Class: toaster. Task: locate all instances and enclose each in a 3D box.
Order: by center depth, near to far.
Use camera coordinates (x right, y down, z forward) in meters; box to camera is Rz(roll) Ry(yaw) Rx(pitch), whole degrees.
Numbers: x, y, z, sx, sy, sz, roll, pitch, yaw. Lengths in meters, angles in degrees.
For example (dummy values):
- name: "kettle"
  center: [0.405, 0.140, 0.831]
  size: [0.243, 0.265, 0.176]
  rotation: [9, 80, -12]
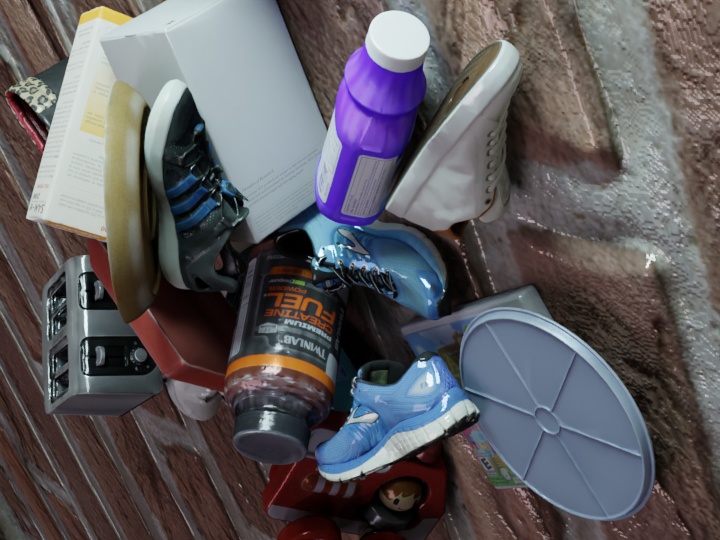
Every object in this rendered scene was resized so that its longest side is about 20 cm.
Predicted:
- name: "toaster"
  center: [-0.334, 0.087, 1.612]
  size: [0.199, 0.117, 0.184]
  rotation: [-30, 60, 58]

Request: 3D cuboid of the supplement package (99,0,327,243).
- name: "supplement package"
  center: [-0.120, -0.143, 1.118]
  size: [0.120, 0.119, 0.202]
  rotation: [8, 127, 50]

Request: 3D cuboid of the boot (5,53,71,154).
- name: "boot"
  center: [-0.247, -0.155, 1.265]
  size: [0.200, 0.150, 0.073]
  rotation: [46, 150, 15]

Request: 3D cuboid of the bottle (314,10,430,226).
- name: "bottle"
  center: [0.010, -0.119, 0.991]
  size: [0.064, 0.085, 0.201]
  rotation: [10, 146, -7]

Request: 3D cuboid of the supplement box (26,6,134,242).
- name: "supplement box"
  center: [-0.222, -0.127, 1.175]
  size: [0.125, 0.203, 0.073]
  rotation: [17, 175, -29]

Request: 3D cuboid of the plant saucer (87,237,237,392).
- name: "plant saucer"
  center: [-0.176, 0.053, 1.260]
  size: [0.200, 0.037, 0.199]
  rotation: [49, -168, 29]

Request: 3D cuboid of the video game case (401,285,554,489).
- name: "video game case"
  center: [0.134, 0.110, 1.103]
  size: [0.184, 0.022, 0.199]
  rotation: [59, 151, -6]

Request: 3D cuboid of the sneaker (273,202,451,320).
- name: "sneaker"
  center: [0.000, 0.000, 1.119]
  size: [0.199, 0.090, 0.079]
  rotation: [29, 142, 38]

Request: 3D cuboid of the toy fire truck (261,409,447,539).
- name: "toy fire truck"
  center: [0.003, 0.219, 1.269]
  size: [0.169, 0.197, 0.113]
  rotation: [-58, 28, 33]

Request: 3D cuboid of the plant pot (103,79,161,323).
- name: "plant pot"
  center: [-0.187, -0.058, 1.049]
  size: [0.200, 0.027, 0.204]
  rotation: [177, 90, -87]

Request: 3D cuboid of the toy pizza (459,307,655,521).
- name: "toy pizza"
  center: [0.160, 0.113, 1.016]
  size: [0.199, 0.032, 0.202]
  rotation: [35, 143, 31]

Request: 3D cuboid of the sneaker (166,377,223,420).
- name: "sneaker"
  center: [-0.182, 0.137, 1.552]
  size: [0.115, 0.073, 0.202]
  rotation: [38, 146, 34]

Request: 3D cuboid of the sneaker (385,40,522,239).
- name: "sneaker"
  center: [0.090, -0.092, 0.933]
  size: [0.084, 0.073, 0.200]
  rotation: [29, 148, -3]

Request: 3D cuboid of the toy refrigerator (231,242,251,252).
- name: "toy refrigerator"
  center: [-0.165, -0.065, 1.314]
  size: [0.199, 0.076, 0.071]
  rotation: [2, 122, 56]

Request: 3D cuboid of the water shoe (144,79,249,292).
- name: "water shoe"
  center: [-0.129, -0.069, 1.045]
  size: [0.078, 0.072, 0.202]
  rotation: [10, 133, 10]

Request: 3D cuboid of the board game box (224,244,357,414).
- name: "board game box"
  center: [-0.074, 0.090, 1.333]
  size: [0.202, 0.046, 0.151]
  rotation: [58, 152, 17]

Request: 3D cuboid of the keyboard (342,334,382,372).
- name: "keyboard"
  center: [-0.008, 0.149, 1.357]
  size: [0.126, 0.020, 0.202]
  rotation: [27, 139, 41]

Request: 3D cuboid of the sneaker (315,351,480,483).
- name: "sneaker"
  center: [0.023, 0.128, 1.124]
  size: [0.199, 0.078, 0.090]
  rotation: [-35, 74, 43]

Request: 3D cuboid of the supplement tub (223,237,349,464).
- name: "supplement tub"
  center: [-0.070, 0.076, 1.179]
  size: [0.105, 0.203, 0.108]
  rotation: [5, 148, 3]
